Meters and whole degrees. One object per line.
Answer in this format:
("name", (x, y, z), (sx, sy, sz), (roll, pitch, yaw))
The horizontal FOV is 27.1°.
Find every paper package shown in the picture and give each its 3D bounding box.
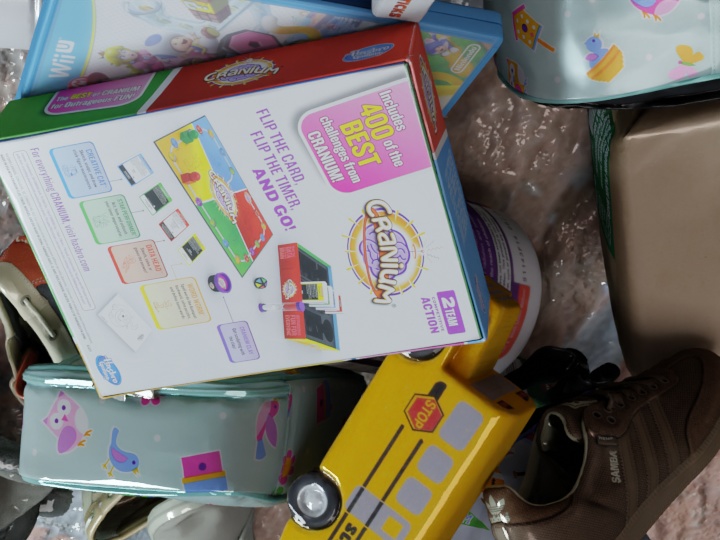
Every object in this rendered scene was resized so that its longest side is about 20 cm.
("paper package", (0.234, -0.048, 0.875), (0.190, 0.104, 0.200), (-11, 132, 2))

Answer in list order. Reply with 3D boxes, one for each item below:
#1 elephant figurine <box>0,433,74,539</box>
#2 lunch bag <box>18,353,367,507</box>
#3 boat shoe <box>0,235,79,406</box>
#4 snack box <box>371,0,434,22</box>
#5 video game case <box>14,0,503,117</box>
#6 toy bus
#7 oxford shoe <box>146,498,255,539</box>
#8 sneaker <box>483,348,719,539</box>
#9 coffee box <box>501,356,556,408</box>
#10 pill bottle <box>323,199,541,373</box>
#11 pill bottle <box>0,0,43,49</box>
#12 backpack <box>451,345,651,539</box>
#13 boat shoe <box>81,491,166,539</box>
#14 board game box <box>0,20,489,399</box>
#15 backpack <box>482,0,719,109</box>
("elephant figurine", (-0.256, 0.119, 0.921), (0.141, 0.155, 0.200), (25, 135, 0))
("lunch bag", (-0.094, 0.084, 0.846), (0.160, 0.077, 0.200), (5, 178, 21))
("boat shoe", (-0.185, 0.051, 0.900), (0.071, 0.063, 0.200), (30, 144, 19))
("snack box", (0.025, -0.213, 0.633), (0.024, 0.201, 0.072), (4, 167, -13))
("video game case", (-0.052, -0.092, 0.701), (0.199, 0.018, 0.143), (7, 154, -19))
("toy bus", (0.025, 0.099, 0.779), (0.078, 0.065, 0.200), (35, 104, 17))
("oxford shoe", (-0.100, 0.191, 1.019), (0.075, 0.058, 0.200), (-19, 155, -10))
("sneaker", (0.141, 0.091, 0.818), (0.070, 0.200, 0.076), (-19, 111, 49))
("coffee box", (0.104, 0.123, 1.042), (0.200, 0.044, 0.123), (27, 123, -28))
("pill bottle", (0.000, 0.000, 0.840), (0.200, 0.112, 0.111), (14, 130, -44))
("pill bottle", (-0.082, -0.146, 0.737), (0.199, 0.111, 0.111), (2, 131, -10))
("backpack", (0.071, 0.165, 0.901), (0.190, 0.154, 0.200), (-11, 153, -50))
("boat shoe", (-0.103, 0.119, 0.997), (0.200, 0.063, 0.073), (-34, 127, 20))
("board game box", (-0.053, -0.022, 0.697), (0.199, 0.040, 0.153), (-9, 123, 13))
("backpack", (0.152, -0.159, 0.721), (0.199, 0.176, 0.154), (-17, 114, 6))
